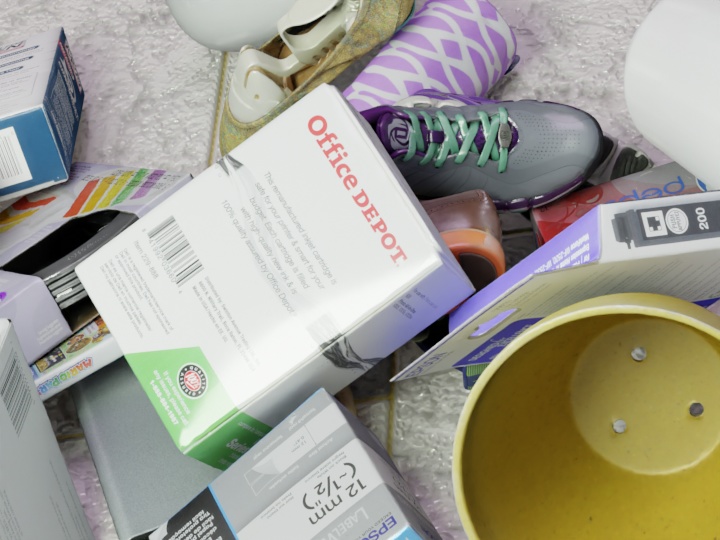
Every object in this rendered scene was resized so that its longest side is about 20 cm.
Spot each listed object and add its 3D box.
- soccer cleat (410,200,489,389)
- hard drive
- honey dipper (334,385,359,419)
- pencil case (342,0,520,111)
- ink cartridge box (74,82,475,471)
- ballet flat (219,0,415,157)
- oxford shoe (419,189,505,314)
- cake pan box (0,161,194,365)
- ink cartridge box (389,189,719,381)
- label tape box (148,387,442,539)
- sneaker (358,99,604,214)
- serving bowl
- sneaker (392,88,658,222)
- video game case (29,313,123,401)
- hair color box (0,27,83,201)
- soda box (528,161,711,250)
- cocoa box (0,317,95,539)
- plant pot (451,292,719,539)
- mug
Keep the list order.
[{"bbox_3d":[0.050,0.009,1.653,0.083,0.065,0.200,-25,41,-18],"label":"soccer cleat"},{"bbox_3d":[-0.109,0.098,1.628,0.139,0.033,0.200,-20,40,-6],"label":"hard drive"},{"bbox_3d":[-0.006,0.106,1.584,0.038,0.038,0.200,-17,38,-2],"label":"honey dipper"},{"bbox_3d":[0.033,-0.122,1.803,0.085,0.084,0.200,-24,19,52],"label":"pencil case"},{"bbox_3d":[-0.051,0.006,1.540,0.200,0.084,0.146,-35,67,7],"label":"ink cartridge box"},{"bbox_3d":[-0.048,-0.154,1.802,0.200,0.071,0.071,-39,32,25],"label":"ballet flat"},{"bbox_3d":[0.000,0.000,1.620,0.199,0.071,0.073,-13,44,16],"label":"oxford shoe"},{"bbox_3d":[-0.214,-0.004,1.719,0.184,0.052,0.200,-38,23,-21],"label":"cake pan box"},{"bbox_3d":[0.137,0.007,1.494,0.199,0.198,0.044,-8,74,-28],"label":"ink cartridge box"},{"bbox_3d":[-0.023,0.183,1.444,0.143,0.066,0.200,-40,39,5],"label":"label tape box"},{"bbox_3d":[0.055,-0.076,1.621,0.199,0.088,0.075,-5,81,15],"label":"sneaker"},{"bbox_3d":[-0.045,-0.207,1.897,0.199,0.066,0.200,-17,6,2],"label":"serving bowl"},{"bbox_3d":[0.117,-0.085,1.707,0.199,0.081,0.083,21,27,6],"label":"sneaker"},{"bbox_3d":[-0.218,0.058,1.668,0.199,0.018,0.143,-30,19,-7],"label":"video game case"},{"bbox_3d":[-0.263,-0.111,1.842,0.099,0.061,0.200,-16,22,4],"label":"hair color box"},{"bbox_3d":[0.217,-0.029,1.646,0.199,0.064,0.070,-17,39,-1],"label":"soda box"},{"bbox_3d":[-0.256,0.145,1.489,0.130,0.201,0.134,-3,40,16],"label":"cocoa box"},{"bbox_3d":[0.161,0.095,1.446,0.199,0.201,0.142,-5,16,13],"label":"plant pot"},{"bbox_3d":[0.257,-0.107,1.596,0.153,0.186,0.150,31,90,52],"label":"mug"}]
